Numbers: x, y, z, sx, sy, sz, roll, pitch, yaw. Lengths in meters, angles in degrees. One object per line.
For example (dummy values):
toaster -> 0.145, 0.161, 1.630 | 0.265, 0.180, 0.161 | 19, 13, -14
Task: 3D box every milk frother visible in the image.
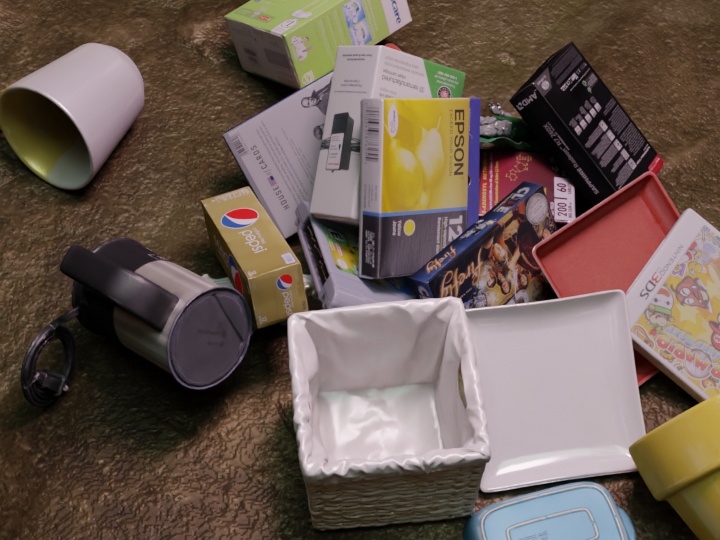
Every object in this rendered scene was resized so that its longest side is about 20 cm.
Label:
milk frother -> -0.255, 0.082, 1.496 | 0.187, 0.179, 0.203 | 23, 98, 42

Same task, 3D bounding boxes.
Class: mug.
mug -> -0.365, -0.216, 1.714 | 0.185, 0.150, 0.153 | 31, 52, 10

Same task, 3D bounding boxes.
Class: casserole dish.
casserole dish -> 0.202, 0.288, 1.451 | 0.197, 0.039, 0.122 | -13, 56, -10

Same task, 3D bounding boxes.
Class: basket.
basket -> 0.024, 0.158, 1.455 | 0.197, 0.162, 0.200 | -5, 54, -5

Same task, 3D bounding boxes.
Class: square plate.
square plate -> 0.213, 0.133, 1.520 | 0.195, 0.028, 0.203 | -7, 84, -6

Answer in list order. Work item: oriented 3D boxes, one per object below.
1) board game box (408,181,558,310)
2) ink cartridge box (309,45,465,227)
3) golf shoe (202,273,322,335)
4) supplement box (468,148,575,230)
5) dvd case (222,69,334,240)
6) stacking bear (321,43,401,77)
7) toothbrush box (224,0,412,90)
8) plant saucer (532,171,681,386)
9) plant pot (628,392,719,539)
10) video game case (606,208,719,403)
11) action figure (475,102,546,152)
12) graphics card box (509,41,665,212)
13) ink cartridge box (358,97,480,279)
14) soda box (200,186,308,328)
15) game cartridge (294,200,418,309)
board game box -> 0.157, 0.009, 1.585 | 0.199, 0.137, 0.034 | -39, 32, -25
ink cartridge box -> 0.032, -0.148, 1.591 | 0.083, 0.145, 0.203 | 10, 91, 49
golf shoe -> -0.100, 0.019, 1.603 | 0.197, 0.079, 0.098 | -9, 50, -10
supplement box -> 0.165, -0.092, 1.696 | 0.197, 0.061, 0.110 | 4, 55, 1
dvd case -> -0.048, -0.150, 1.672 | 0.198, 0.025, 0.152 | -29, 92, -1
stacking bear -> -0.027, -0.200, 1.737 | 0.198, 0.114, 0.122 | -27, 59, -14
toothbrush box -> -0.056, -0.334, 1.806 | 0.199, 0.087, 0.145 | -38, 38, -24
plant saucer -> 0.317, 0.016, 1.603 | 0.199, 0.037, 0.201 | -31, 89, -22
plant pot -> 0.409, 0.224, 1.420 | 0.199, 0.201, 0.191 | -21, 74, -16
video game case -> 0.410, 0.056, 1.580 | 0.199, 0.023, 0.182 | 39, 69, 2
action figure -> 0.190, -0.180, 1.730 | 0.198, 0.056, 0.118 | -3, 18, -40
graphics card box -> 0.283, -0.171, 1.691 | 0.201, 0.051, 0.126 | 51, 47, -8
ink cartridge box -> 0.082, -0.098, 1.557 | 0.198, 0.201, 0.047 | -7, 11, -40
soda box -> -0.123, -0.018, 1.556 | 0.063, 0.069, 0.200 | -17, 33, -13
game cartridge -> 0.000, 0.000, 1.577 | 0.132, 0.041, 0.201 | 24, 26, -29
